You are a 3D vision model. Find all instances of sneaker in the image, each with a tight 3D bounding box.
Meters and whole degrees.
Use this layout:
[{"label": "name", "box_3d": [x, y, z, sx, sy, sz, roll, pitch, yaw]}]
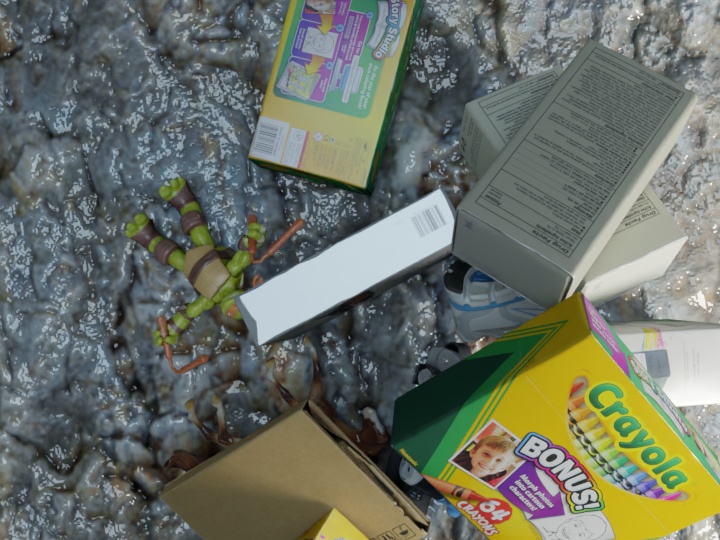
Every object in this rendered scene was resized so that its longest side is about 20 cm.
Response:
[{"label": "sneaker", "box_3d": [0.174, 0.021, 0.858, 0.199, 0.075, 0.087, -10, 128, -5]}]

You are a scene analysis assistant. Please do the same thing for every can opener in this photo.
[{"label": "can opener", "box_3d": [0.064, 0.166, 0.864, 0.053, 0.066, 0.201, 26, 101, 50]}]

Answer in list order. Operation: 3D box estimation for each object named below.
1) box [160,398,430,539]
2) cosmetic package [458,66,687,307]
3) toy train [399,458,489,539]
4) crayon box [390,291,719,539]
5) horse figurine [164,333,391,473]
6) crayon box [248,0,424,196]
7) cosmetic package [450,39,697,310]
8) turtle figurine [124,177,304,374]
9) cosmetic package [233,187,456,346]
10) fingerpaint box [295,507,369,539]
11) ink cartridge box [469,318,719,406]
[{"label": "box", "box_3d": [-0.063, 0.215, 0.833, 0.200, 0.021, 0.164, -35, 105, 31]}, {"label": "cosmetic package", "box_3d": [0.178, -0.071, 0.808, 0.105, 0.071, 0.200, -22, 65, -11]}, {"label": "toy train", "box_3d": [0.124, 0.180, 0.812, 0.200, 0.087, 0.114, 30, 102, -19]}, {"label": "crayon box", "box_3d": [0.152, 0.137, 0.701, 0.172, 0.058, 0.200, -33, 115, 25]}, {"label": "horse figurine", "box_3d": [-0.083, 0.155, 0.884, 0.200, 0.050, 0.133, -30, 101, -2]}, {"label": "crayon box", "box_3d": [-0.021, -0.184, 0.885, 0.118, 0.058, 0.201, 16, 91, 7]}, {"label": "cosmetic package", "box_3d": [0.168, -0.076, 0.729, 0.103, 0.073, 0.200, 33, 68, 16]}, {"label": "turtle figurine", "box_3d": [-0.143, -0.012, 0.886, 0.200, 0.064, 0.161, -49, 67, 19]}, {"label": "cosmetic package", "box_3d": [0.000, 0.000, 0.832, 0.200, 0.151, 0.052, -28, 87, 6]}, {"label": "fingerpaint box", "box_3d": [-0.009, 0.335, 0.821, 0.200, 0.073, 0.167, 42, 123, -1]}, {"label": "ink cartridge box", "box_3d": [0.204, 0.080, 0.788, 0.199, 0.117, 0.068, -2, 90, -15]}]
